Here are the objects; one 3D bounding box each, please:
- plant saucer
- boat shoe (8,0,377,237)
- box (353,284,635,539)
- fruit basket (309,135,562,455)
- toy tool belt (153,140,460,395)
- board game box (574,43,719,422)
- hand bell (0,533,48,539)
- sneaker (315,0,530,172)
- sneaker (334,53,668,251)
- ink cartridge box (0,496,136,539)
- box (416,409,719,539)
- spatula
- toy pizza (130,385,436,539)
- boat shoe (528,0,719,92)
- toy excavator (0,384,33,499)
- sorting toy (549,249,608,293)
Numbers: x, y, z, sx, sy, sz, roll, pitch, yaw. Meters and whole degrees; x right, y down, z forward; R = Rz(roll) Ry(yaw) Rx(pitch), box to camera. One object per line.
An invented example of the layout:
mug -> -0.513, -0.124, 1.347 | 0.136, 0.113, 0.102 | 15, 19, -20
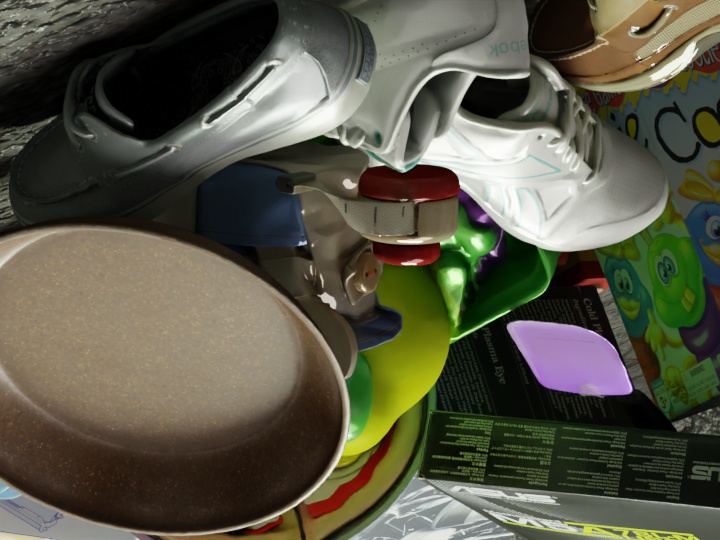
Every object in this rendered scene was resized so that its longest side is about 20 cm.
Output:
plant saucer -> -0.100, 0.041, 1.277 | 0.200, 0.037, 0.201 | 7, 135, 7
boat shoe -> -0.088, -0.072, 1.222 | 0.200, 0.070, 0.071 | -22, 147, 33
box -> 0.038, 0.101, 1.737 | 0.182, 0.104, 0.200 | -3, 153, -36
fruit basket -> 0.000, 0.000, 1.476 | 0.215, 0.156, 0.216 | -31, -179, 1
toy tool belt -> -0.034, 0.004, 1.339 | 0.200, 0.123, 0.125 | 11, -164, 40
board game box -> 0.192, -0.033, 1.571 | 0.103, 0.201, 0.105 | -16, 170, -25
hand bell -> -0.170, 0.085, 1.841 | 0.200, 0.104, 0.104 | -38, 163, 24
sneaker -> -0.003, -0.079, 1.255 | 0.075, 0.089, 0.200 | -13, 169, -43
sneaker -> 0.080, -0.063, 1.381 | 0.200, 0.071, 0.080 | 18, 152, -33
ink cartridge box -> -0.228, 0.117, 1.636 | 0.199, 0.044, 0.094 | 9, -175, -12
box -> 0.159, 0.127, 1.589 | 0.199, 0.048, 0.193 | 4, 167, 25
spatula -> 0.137, 0.067, 1.511 | 0.056, 0.021, 0.200 | 4, 163, 28
toy pizza -> -0.058, 0.074, 1.584 | 0.200, 0.201, 0.032 | -21, 145, -4
boat shoe -> 0.143, -0.141, 1.319 | 0.074, 0.076, 0.200 | 26, 153, -31
toy excavator -> -0.227, 0.045, 1.323 | 0.100, 0.195, 0.200 | -1, -149, 42
sorting toy -> 0.112, -0.028, 1.719 | 0.199, 0.070, 0.199 | -2, 160, -34
